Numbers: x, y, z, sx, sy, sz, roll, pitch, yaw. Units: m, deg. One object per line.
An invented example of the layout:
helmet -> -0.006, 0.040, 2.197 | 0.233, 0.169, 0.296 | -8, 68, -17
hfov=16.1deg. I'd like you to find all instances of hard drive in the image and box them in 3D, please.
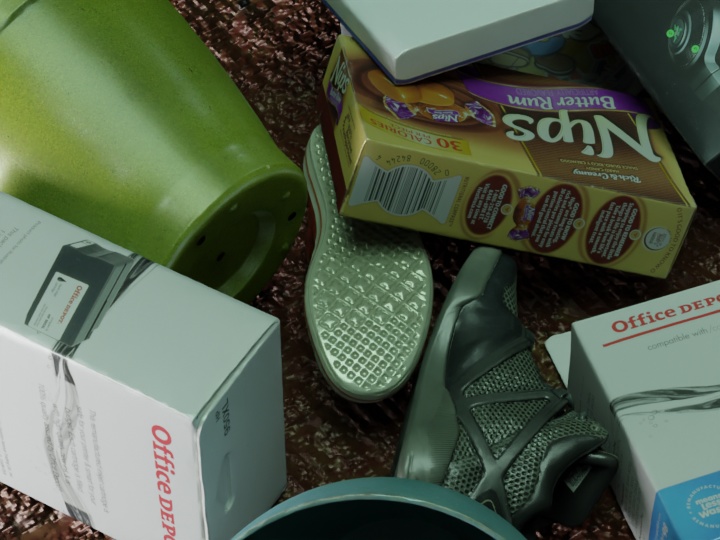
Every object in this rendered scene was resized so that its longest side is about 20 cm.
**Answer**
hard drive -> 0.029, -0.189, 1.494 | 0.131, 0.025, 0.200 | -19, 46, -21

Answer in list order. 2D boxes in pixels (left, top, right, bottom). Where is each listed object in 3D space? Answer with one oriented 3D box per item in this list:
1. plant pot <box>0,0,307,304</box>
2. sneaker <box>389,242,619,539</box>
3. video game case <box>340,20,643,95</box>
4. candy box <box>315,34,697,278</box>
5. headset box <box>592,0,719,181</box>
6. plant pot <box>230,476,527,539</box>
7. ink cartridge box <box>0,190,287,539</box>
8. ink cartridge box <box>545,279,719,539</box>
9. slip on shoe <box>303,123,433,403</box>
plant pot -> -0.138, -0.060, 1.423 | 0.193, 0.201, 0.200 | 40, 60, 20
sneaker -> 0.082, 0.073, 1.369 | 0.113, 0.077, 0.200 | 17, 41, -2
video game case -> 0.118, -0.172, 1.611 | 0.181, 0.023, 0.200 | 30, 57, 25
candy box -> 0.081, -0.064, 1.442 | 0.199, 0.057, 0.117 | 10, 33, -15
headset box -> 0.232, -0.164, 1.486 | 0.174, 0.093, 0.200 | -40, 64, 10
plant pot -> 0.014, 0.183, 1.217 | 0.199, 0.202, 0.135 | 4, 13, 5
ink cartridge box -> -0.142, 0.059, 1.337 | 0.199, 0.145, 0.084 | 24, 53, 21
ink cartridge box -> 0.184, 0.076, 1.364 | 0.115, 0.067, 0.201 | -16, 50, -11
slip on shoe -> 0.000, 0.000, 1.439 | 0.073, 0.061, 0.201 | -2, 46, -7
